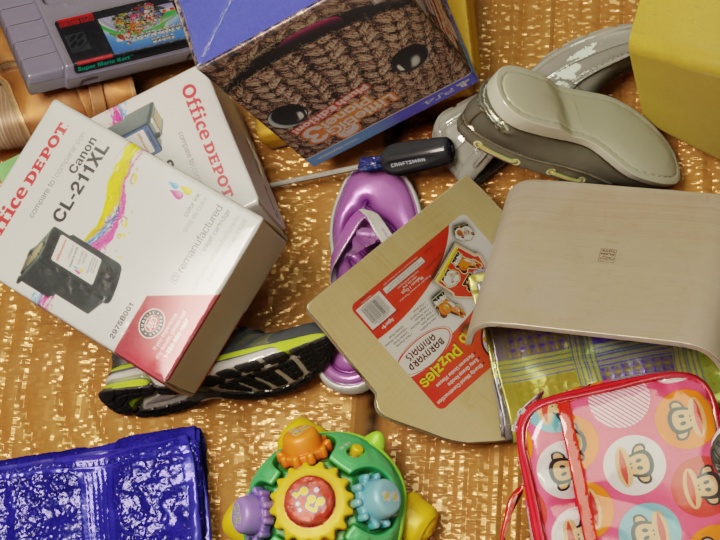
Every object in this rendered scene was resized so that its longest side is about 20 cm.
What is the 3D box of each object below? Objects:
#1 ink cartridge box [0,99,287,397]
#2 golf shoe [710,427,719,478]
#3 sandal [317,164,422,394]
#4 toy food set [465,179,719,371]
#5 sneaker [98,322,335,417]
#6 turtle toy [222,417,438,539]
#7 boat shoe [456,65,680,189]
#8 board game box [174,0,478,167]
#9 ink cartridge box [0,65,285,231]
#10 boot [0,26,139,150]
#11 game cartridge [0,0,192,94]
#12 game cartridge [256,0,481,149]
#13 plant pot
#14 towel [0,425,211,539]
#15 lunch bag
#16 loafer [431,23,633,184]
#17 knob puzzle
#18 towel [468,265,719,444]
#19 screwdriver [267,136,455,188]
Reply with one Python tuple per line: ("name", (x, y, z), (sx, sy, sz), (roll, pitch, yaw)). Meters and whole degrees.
("ink cartridge box", (-0.182, -0.017, 1.190), (0.200, 0.083, 0.146), (29, 86, 15))
("golf shoe", (0.301, 0.104, 1.122), (0.094, 0.200, 0.078), (45, 125, 35))
("sandal", (0.007, 0.000, 1.262), (0.082, 0.050, 0.203), (2, 71, 11))
("toy food set", (0.188, 0.008, 1.168), (0.200, 0.060, 0.144), (5, 52, 20))
("sneaker", (-0.117, 0.060, 1.247), (0.200, 0.074, 0.081), (-9, 63, 14))
("turtle toy", (-0.043, 0.202, 1.171), (0.146, 0.101, 0.200), (32, 79, 19))
("boat shoe", (0.166, -0.102, 1.220), (0.060, 0.202, 0.072), (-40, 45, 41))
("board game box", (-0.025, -0.188, 1.200), (0.159, 0.200, 0.097), (-27, 64, 15))
("ink cartridge box", (-0.182, -0.059, 1.295), (0.200, 0.088, 0.145), (-24, 67, 4))
("boot", (-0.281, -0.205, 1.379), (0.155, 0.077, 0.200), (-15, 62, 0))
("game cartridge", (-0.210, -0.225, 1.349), (0.200, 0.038, 0.130), (-17, 53, -19))
("game cartridge", (0.000, -0.209, 1.326), (0.200, 0.032, 0.176), (-14, 68, 22))
("plant pot", (0.314, -0.188, 1.201), (0.176, 0.200, 0.200), (12, 73, 21))
("towel", (-0.217, 0.206, 1.230), (0.200, 0.050, 0.148), (-10, 68, 7))
("lunch bag", (0.188, 0.180, 1.134), (0.176, 0.082, 0.200), (-12, 81, 4))
("loafer", (0.157, -0.135, 1.277), (0.200, 0.070, 0.070), (-30, 73, 7))
("knob puzzle", (0.085, 0.052, 1.228), (0.220, 0.030, 0.220), (3, 74, -9))
("towel", (0.192, 0.052, 1.205), (0.200, 0.023, 0.144), (-8, 75, -2))
("screwdriver", (-0.016, -0.085, 1.288), (0.200, 0.029, 0.028), (-7, 54, 21))
